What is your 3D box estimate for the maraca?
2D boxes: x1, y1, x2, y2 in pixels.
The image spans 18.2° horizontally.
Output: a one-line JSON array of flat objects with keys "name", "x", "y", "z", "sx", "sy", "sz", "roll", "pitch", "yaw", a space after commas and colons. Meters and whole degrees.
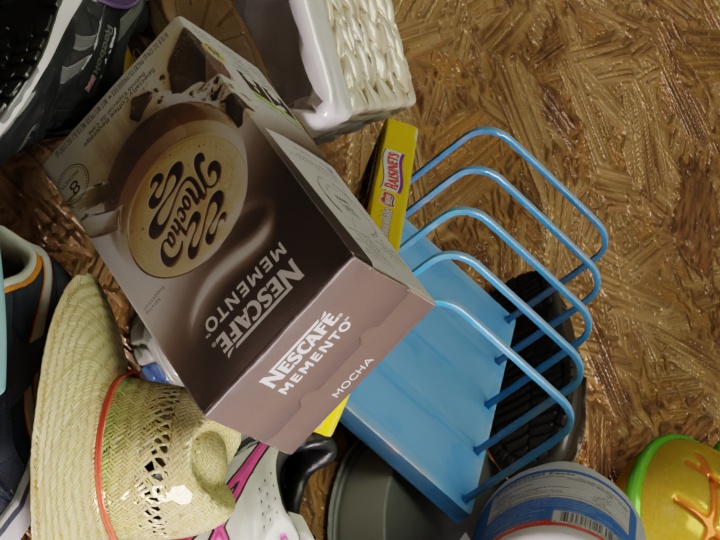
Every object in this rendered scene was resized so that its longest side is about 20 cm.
[{"name": "maraca", "x": 0.248, "y": 0.187, "z": 1.655, "sx": 0.199, "sy": 0.106, "sz": 0.138, "roll": -3, "pitch": 83, "yaw": -55}]

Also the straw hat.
[{"name": "straw hat", "x": -0.104, "y": 0.097, "z": 1.141, "sx": 0.201, "sy": 0.084, "sz": 0.203, "roll": 2, "pitch": 90, "yaw": -85}]

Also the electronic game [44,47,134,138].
[{"name": "electronic game", "x": -0.194, "y": -0.172, "z": 1.267, "sx": 0.199, "sy": 0.041, "sz": 0.202, "roll": 22, "pitch": 61, "yaw": -46}]

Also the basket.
[{"name": "basket", "x": -0.063, "y": -0.168, "z": 1.376, "sx": 0.123, "sy": 0.135, "sz": 0.202, "roll": -10, "pitch": 82, "yaw": -57}]

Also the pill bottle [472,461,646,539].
[{"name": "pill bottle", "x": 0.120, "y": 0.183, "z": 1.371, "sx": 0.200, "sy": 0.111, "sz": 0.113, "roll": -51, "pitch": 118, "yaw": -78}]

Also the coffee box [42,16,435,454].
[{"name": "coffee box", "x": -0.066, "y": -0.020, "z": 1.157, "sx": 0.080, "sy": 0.113, "sz": 0.200, "roll": 30, "pitch": 18, "yaw": -51}]

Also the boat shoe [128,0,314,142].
[{"name": "boat shoe", "x": -0.078, "y": -0.067, "z": 1.287, "sx": 0.072, "sy": 0.072, "sz": 0.201, "roll": -25, "pitch": 86, "yaw": -48}]

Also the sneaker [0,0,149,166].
[{"name": "sneaker", "x": -0.166, "y": -0.098, "z": 1.203, "sx": 0.088, "sy": 0.075, "sz": 0.201, "roll": 54, "pitch": 48, "yaw": -37}]

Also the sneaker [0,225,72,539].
[{"name": "sneaker", "x": -0.195, "y": 0.063, "z": 1.129, "sx": 0.080, "sy": 0.078, "sz": 0.201, "roll": 50, "pitch": 31, "yaw": -32}]

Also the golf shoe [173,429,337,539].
[{"name": "golf shoe", "x": -0.071, "y": 0.158, "z": 1.229, "sx": 0.073, "sy": 0.091, "sz": 0.201, "roll": 71, "pitch": 26, "yaw": -48}]

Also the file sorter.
[{"name": "file sorter", "x": 0.070, "y": 0.026, "z": 1.434, "sx": 0.139, "sy": 0.122, "sz": 0.201, "roll": 42, "pitch": 34, "yaw": -18}]

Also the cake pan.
[{"name": "cake pan", "x": 0.054, "y": 0.192, "z": 1.445, "sx": 0.200, "sy": 0.037, "sz": 0.202, "roll": 29, "pitch": 52, "yaw": -44}]

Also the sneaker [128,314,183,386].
[{"name": "sneaker", "x": -0.052, "y": 0.013, "z": 1.344, "sx": 0.077, "sy": 0.085, "sz": 0.200, "roll": 60, "pitch": 35, "yaw": -15}]

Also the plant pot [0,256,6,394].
[{"name": "plant pot", "x": -0.252, "y": -0.013, "z": 1.035, "sx": 0.141, "sy": 0.140, "sz": 0.202, "roll": -36, "pitch": 109, "yaw": -54}]

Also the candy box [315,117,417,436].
[{"name": "candy box", "x": 0.000, "y": 0.000, "z": 1.326, "sx": 0.026, "sy": 0.103, "sz": 0.201, "roll": 18, "pitch": 31, "yaw": -4}]

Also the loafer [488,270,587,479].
[{"name": "loafer", "x": 0.130, "y": 0.082, "z": 1.551, "sx": 0.071, "sy": 0.073, "sz": 0.201, "roll": 55, "pitch": 24, "yaw": -31}]
